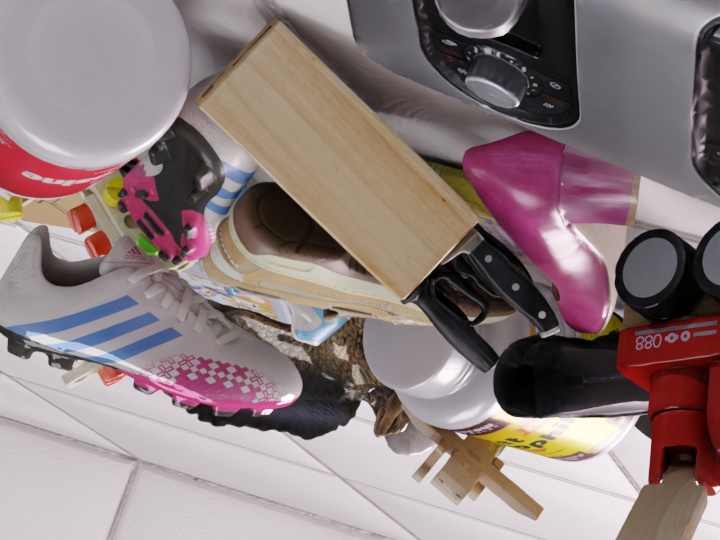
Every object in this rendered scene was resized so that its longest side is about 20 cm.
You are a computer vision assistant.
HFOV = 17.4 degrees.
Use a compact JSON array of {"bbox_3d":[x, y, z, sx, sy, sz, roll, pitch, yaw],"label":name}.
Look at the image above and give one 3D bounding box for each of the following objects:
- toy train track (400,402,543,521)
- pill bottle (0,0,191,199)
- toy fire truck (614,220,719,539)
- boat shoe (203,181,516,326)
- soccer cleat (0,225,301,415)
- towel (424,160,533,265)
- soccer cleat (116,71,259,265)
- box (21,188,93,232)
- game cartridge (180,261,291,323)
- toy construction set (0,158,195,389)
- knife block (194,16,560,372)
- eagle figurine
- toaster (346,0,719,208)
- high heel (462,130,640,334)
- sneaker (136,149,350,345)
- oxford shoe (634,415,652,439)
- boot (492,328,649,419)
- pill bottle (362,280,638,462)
[{"bbox_3d":[0.075,0.123,1.572,0.115,0.033,0.200,41,-161,4],"label":"toy train track"},{"bbox_3d":[-0.169,-0.100,1.299,0.112,0.113,0.200,23,167,-15],"label":"pill bottle"},{"bbox_3d":[0.205,0.073,1.207,0.175,0.201,0.128,-10,152,38],"label":"toy fire truck"},{"bbox_3d":[0.000,0.000,1.392,0.199,0.072,0.076,16,138,-28],"label":"boat shoe"},{"bbox_3d":[-0.127,0.030,1.466,0.199,0.087,0.070,15,-164,-7],"label":"soccer cleat"},{"bbox_3d":[0.047,-0.038,1.455,0.199,0.023,0.144,14,168,23],"label":"towel"},{"bbox_3d":[-0.086,-0.062,1.377,0.070,0.086,0.200,48,160,2],"label":"soccer cleat"},{"bbox_3d":[-0.238,-0.071,1.742,0.199,0.021,0.163,9,160,43],"label":"box"},{"bbox_3d":[-0.112,0.002,1.864,0.132,0.042,0.200,14,168,7],"label":"game cartridge"},{"bbox_3d":[-0.181,-0.027,1.537,0.201,0.131,0.092,65,156,-3],"label":"toy construction set"},{"bbox_3d":[0.019,-0.030,1.260,0.176,0.064,0.200,45,-178,31],"label":"knife block"},{"bbox_3d":[-0.030,0.041,1.626,0.199,0.152,0.152,12,-176,28],"label":"eagle figurine"},{"bbox_3d":[0.111,-0.121,0.617,0.180,0.201,0.119,24,167,15],"label":"toaster"},{"bbox_3d":[0.102,-0.018,1.321,0.095,0.068,0.200,9,162,4],"label":"high heel"},{"bbox_3d":[-0.082,-0.034,1.474,0.200,0.081,0.077,36,179,15],"label":"sneaker"},{"bbox_3d":[0.251,0.089,1.601,0.071,0.072,0.200,-4,-170,-37],"label":"oxford shoe"},{"bbox_3d":[0.173,0.073,1.463,0.199,0.066,0.165,-5,166,-24],"label":"boot"},{"bbox_3d":[0.093,0.058,1.532,0.109,0.110,0.200,9,173,42],"label":"pill bottle"}]
